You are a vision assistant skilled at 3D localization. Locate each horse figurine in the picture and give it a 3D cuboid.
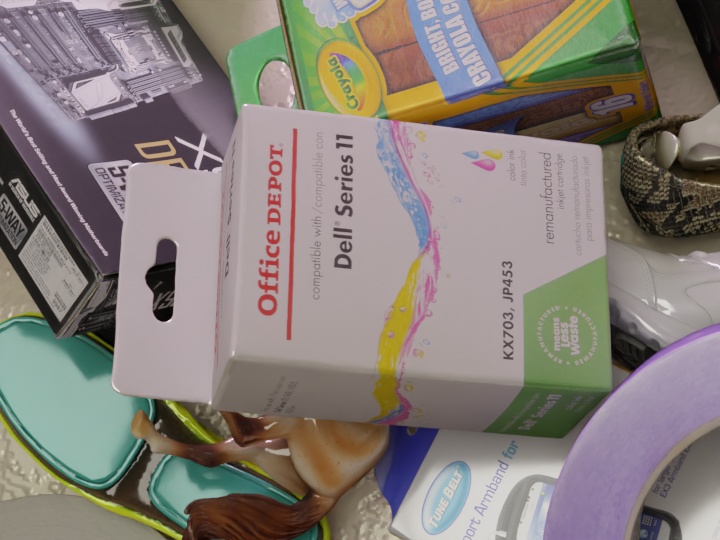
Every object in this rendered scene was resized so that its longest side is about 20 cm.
[{"bbox_3d":[-0.019,0.044,0.780,0.132,0.050,0.200,27,77,-21],"label":"horse figurine"}]

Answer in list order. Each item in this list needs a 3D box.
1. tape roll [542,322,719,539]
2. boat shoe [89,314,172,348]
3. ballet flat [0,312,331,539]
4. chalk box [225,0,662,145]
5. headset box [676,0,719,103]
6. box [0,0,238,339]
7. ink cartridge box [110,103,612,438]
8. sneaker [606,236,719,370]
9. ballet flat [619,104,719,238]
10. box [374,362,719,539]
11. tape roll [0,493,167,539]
[{"bbox_3d":[0.176,0.118,0.692,0.199,0.085,0.201,0,91,12],"label":"tape roll"},{"bbox_3d":[-0.159,-0.043,0.876,0.063,0.074,0.202,-47,70,31],"label":"boat shoe"},{"bbox_3d":[-0.099,0.093,0.832,0.200,0.067,0.067,33,80,11],"label":"ballet flat"},{"bbox_3d":[0.029,-0.112,0.819,0.200,0.124,0.125,-16,74,10],"label":"chalk box"},{"bbox_3d":[0.169,-0.172,0.758,0.077,0.200,0.149,-22,73,8],"label":"headset box"},{"bbox_3d":[-0.127,-0.069,0.835,0.200,0.158,0.050,55,128,20],"label":"box"},{"bbox_3d":[0.000,0.000,0.720,0.199,0.067,0.117,5,67,-11],"label":"ink cartridge box"},{"bbox_3d":[0.188,0.019,0.782,0.200,0.078,0.100,25,78,10],"label":"sneaker"},{"bbox_3d":[0.217,-0.057,0.781,0.199,0.075,0.068,-6,57,13],"label":"ballet flat"},{"bbox_3d":[0.108,0.105,0.794,0.200,0.041,0.119,26,85,21],"label":"box"},{"bbox_3d":[-0.156,0.207,0.816,0.202,0.037,0.203,-6,63,11],"label":"tape roll"}]
